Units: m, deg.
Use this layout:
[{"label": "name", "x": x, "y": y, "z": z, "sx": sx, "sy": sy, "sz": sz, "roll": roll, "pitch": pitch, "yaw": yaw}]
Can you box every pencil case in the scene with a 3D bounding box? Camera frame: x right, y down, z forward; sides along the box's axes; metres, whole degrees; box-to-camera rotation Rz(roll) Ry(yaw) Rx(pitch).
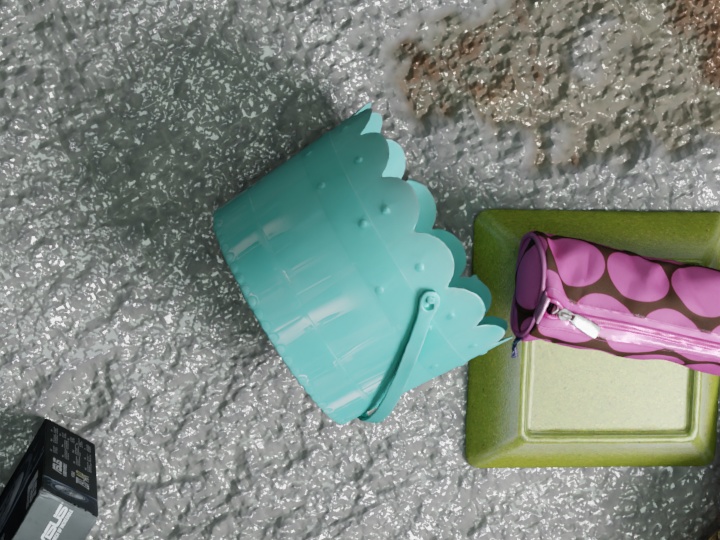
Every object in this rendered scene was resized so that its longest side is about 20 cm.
[{"label": "pencil case", "x": 0.206, "y": 0.032, "z": 1.323, "sx": 0.200, "sy": 0.094, "sz": 0.091, "roll": 9, "pitch": 98, "yaw": -10}]

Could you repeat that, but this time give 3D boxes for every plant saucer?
[{"label": "plant saucer", "x": 0.184, "y": 0.057, "z": 1.395, "sx": 0.200, "sy": 0.048, "sz": 0.200, "roll": 0, "pitch": 99, "yaw": -8}]

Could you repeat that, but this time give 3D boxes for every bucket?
[{"label": "bucket", "x": 0.000, "y": 0.000, "z": 1.286, "sx": 0.135, "sy": 0.207, "sz": 0.207, "roll": -31, "pitch": 102, "yaw": 6}]

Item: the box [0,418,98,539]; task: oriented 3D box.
[{"label": "box", "x": -0.239, "y": 0.201, "z": 1.277, "sx": 0.044, "sy": 0.200, "sz": 0.160, "roll": 30, "pitch": 94, "yaw": -12}]

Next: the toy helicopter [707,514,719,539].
[{"label": "toy helicopter", "x": 0.337, "y": 0.266, "z": 1.418, "sx": 0.200, "sy": 0.132, "sz": 0.079, "roll": 23, "pitch": 125, "yaw": -28}]
